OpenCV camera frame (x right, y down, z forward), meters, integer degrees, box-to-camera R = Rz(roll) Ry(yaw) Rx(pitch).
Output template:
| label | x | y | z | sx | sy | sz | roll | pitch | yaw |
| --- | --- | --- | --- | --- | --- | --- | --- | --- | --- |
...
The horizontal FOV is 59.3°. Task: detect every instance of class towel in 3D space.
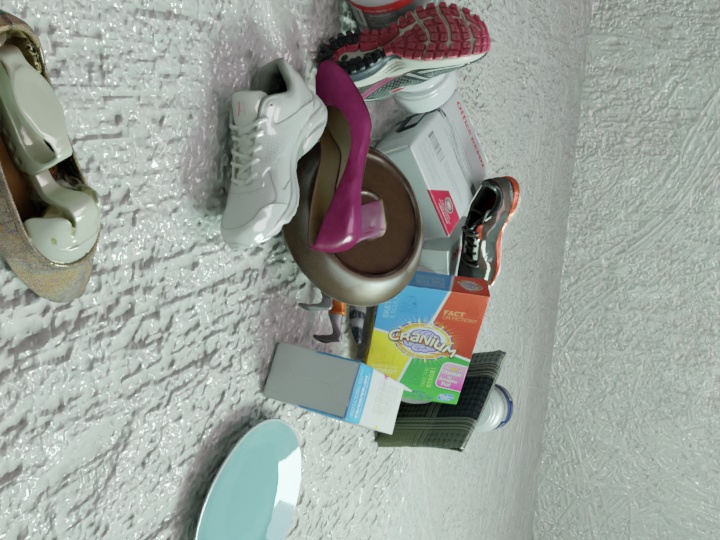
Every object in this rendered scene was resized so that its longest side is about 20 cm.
| label | x | y | z | sx | sy | sz | roll | pitch | yaw |
| --- | --- | --- | --- | --- | --- | --- | --- | --- | --- |
| towel | 0.134 | 0.217 | 1.048 | 0.035 | 0.198 | 0.194 | 49 | 54 | -22 |

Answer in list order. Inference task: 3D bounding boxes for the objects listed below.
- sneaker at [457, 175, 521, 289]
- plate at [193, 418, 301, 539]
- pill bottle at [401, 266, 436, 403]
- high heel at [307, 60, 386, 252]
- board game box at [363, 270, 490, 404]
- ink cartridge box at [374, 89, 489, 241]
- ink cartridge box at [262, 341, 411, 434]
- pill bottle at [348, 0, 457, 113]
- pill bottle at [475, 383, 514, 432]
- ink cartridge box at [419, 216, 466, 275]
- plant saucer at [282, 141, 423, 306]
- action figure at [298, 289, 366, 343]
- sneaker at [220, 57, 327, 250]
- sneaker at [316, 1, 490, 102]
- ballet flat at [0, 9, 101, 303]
| label | x | y | z | sx | sy | sz | roll | pitch | yaw |
| --- | --- | --- | --- | --- | --- | --- | --- | --- | --- |
| sneaker | 0.177 | -0.050 | 0.970 | 0.081 | 0.076 | 0.204 | 2 | 108 | -43 |
| plate | -0.127 | 0.265 | 0.711 | 0.199 | 0.025 | 0.205 | -31 | 126 | -57 |
| pill bottle | 0.088 | 0.101 | 1.003 | 0.112 | 0.110 | 0.204 | -44 | 137 | -51 |
| high heel | -0.034 | -0.123 | 0.665 | 0.095 | 0.067 | 0.204 | -14 | 85 | -39 |
| board game box | 0.086 | 0.096 | 0.902 | 0.041 | 0.149 | 0.203 | -89 | -173 | -56 |
| ink cartridge box | 0.107 | -0.158 | 0.945 | 0.147 | 0.082 | 0.201 | 61 | 41 | -22 |
| ink cartridge box | -0.020 | 0.154 | 0.793 | 0.200 | 0.113 | 0.069 | 40 | 63 | -60 |
| pill bottle | 0.060 | -0.307 | 0.808 | 0.201 | 0.112 | 0.116 | 55 | 50 | -55 |
| pill bottle | 0.296 | 0.327 | 1.511 | 0.199 | 0.109 | 0.114 | 20 | 80 | -64 |
| ink cartridge box | 0.141 | 0.020 | 1.102 | 0.145 | 0.082 | 0.204 | -43 | 136 | -51 |
| plant saucer | 0.001 | -0.062 | 0.733 | 0.197 | 0.032 | 0.205 | 10 | 71 | -31 |
| action figure | 0.000 | 0.000 | 0.802 | 0.196 | 0.103 | 0.201 | -64 | 151 | -21 |
| sneaker | -0.100 | -0.117 | 0.602 | 0.100 | 0.076 | 0.204 | 52 | 43 | -48 |
| sneaker | 0.051 | -0.244 | 0.727 | 0.075 | 0.195 | 0.082 | 51 | 37 | -61 |
| ballet flat | -0.203 | -0.060 | 0.398 | 0.068 | 0.066 | 0.203 | -50 | 141 | -45 |
